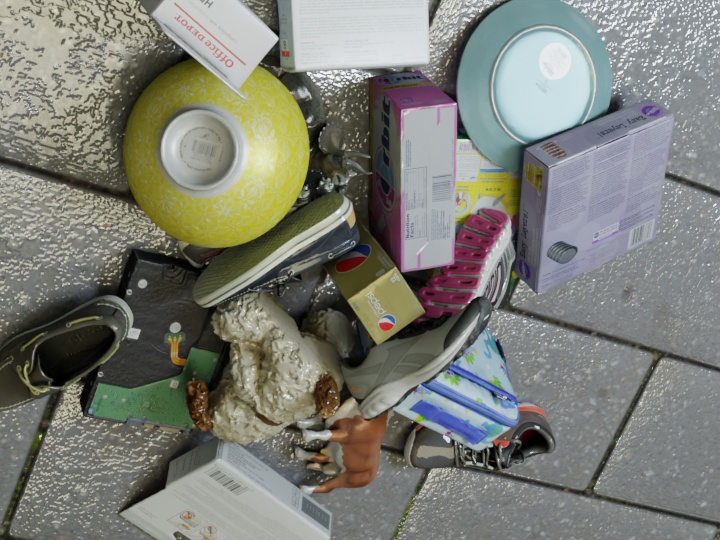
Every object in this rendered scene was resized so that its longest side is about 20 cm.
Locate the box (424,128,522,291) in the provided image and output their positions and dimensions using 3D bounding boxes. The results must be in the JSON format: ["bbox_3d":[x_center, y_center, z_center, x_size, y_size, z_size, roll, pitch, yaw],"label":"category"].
[{"bbox_3d":[0.139,-0.065,1.682,0.116,0.048,0.202,-1,112,-21],"label":"box"}]

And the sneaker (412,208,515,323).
[{"bbox_3d":[0.124,0.028,1.618,0.201,0.073,0.088,-59,138,-30],"label":"sneaker"}]

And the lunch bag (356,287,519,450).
[{"bbox_3d":[0.093,0.115,1.673,0.199,0.162,0.082,29,123,-35],"label":"lunch bag"}]

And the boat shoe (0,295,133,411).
[{"bbox_3d":[-0.338,0.097,1.556,0.201,0.060,0.072,-31,106,10],"label":"boat shoe"}]

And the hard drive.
[{"bbox_3d":[-0.222,0.084,1.625,0.139,0.038,0.201,13,109,-25],"label":"hard drive"}]

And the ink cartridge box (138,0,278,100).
[{"bbox_3d":[-0.153,-0.250,1.395,0.116,0.200,0.067,38,97,-31],"label":"ink cartridge box"}]

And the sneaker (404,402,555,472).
[{"bbox_3d":[0.154,0.216,1.800,0.198,0.082,0.078,-11,118,-15],"label":"sneaker"}]

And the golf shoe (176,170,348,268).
[{"bbox_3d":[-0.110,-0.065,1.585,0.198,0.078,0.089,-14,136,-8],"label":"golf shoe"}]

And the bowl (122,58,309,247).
[{"bbox_3d":[-0.154,-0.121,1.460,0.198,0.108,0.202,0,94,4],"label":"bowl"}]

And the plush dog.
[{"bbox_3d":[-0.101,0.135,1.622,0.199,0.161,0.172,15,133,-46],"label":"plush dog"}]

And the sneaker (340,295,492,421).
[{"bbox_3d":[0.056,0.082,1.518,0.200,0.074,0.080,-37,88,29],"label":"sneaker"}]

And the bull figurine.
[{"bbox_3d":[-0.017,0.196,1.717,0.120,0.065,0.201,-8,134,-12],"label":"bull figurine"}]

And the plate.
[{"bbox_3d":[0.202,-0.207,1.619,0.198,0.026,0.202,-4,100,-20],"label":"plate"}]

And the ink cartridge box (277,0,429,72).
[{"bbox_3d":[-0.009,-0.313,1.512,0.161,0.050,0.202,-6,98,-24],"label":"ink cartridge box"}]

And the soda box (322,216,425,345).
[{"bbox_3d":[0.000,0.000,1.570,0.064,0.200,0.068,-35,118,-1],"label":"soda box"}]

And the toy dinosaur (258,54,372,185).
[{"bbox_3d":[-0.077,-0.170,1.544,0.102,0.077,0.201,-26,89,-10],"label":"toy dinosaur"}]

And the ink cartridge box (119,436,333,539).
[{"bbox_3d":[-0.161,0.294,1.740,0.173,0.044,0.200,-29,126,30],"label":"ink cartridge box"}]

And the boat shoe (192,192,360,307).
[{"bbox_3d":[-0.088,-0.010,1.541,0.199,0.075,0.062,-30,123,4],"label":"boat shoe"}]

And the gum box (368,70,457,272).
[{"bbox_3d":[0.056,-0.105,1.591,0.066,0.114,0.202,-8,117,-16],"label":"gum box"}]

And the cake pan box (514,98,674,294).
[{"bbox_3d":[0.274,-0.088,1.674,0.199,0.052,0.185,-24,136,-24],"label":"cake pan box"}]
